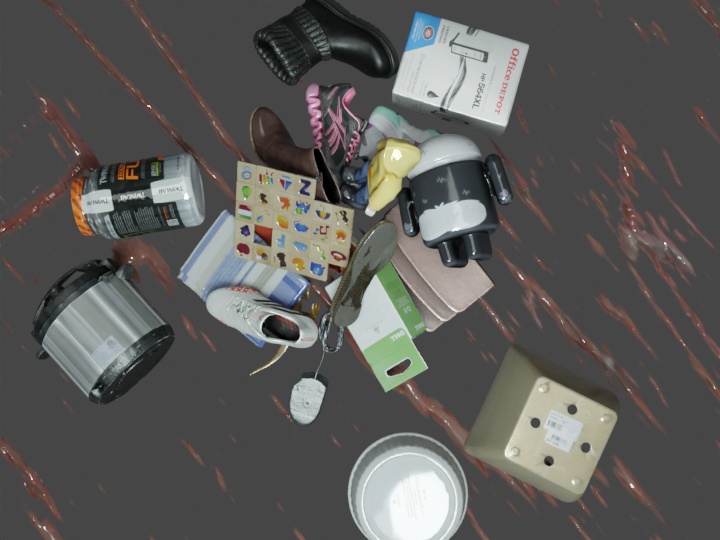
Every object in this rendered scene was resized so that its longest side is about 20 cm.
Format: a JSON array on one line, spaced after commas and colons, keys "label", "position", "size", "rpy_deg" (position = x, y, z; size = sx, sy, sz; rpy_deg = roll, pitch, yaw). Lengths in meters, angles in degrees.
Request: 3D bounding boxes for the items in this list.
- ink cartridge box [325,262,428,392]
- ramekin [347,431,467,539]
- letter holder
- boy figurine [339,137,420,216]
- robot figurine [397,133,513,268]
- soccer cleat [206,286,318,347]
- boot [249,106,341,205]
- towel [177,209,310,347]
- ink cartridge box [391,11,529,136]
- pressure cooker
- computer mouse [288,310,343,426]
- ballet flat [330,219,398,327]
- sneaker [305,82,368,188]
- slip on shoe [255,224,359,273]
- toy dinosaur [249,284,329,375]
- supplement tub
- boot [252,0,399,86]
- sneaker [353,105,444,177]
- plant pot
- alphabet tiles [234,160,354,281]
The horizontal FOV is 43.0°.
[{"label": "ink cartridge box", "position": [0.038, 0.083, 1.491], "size": [0.103, 0.059, 0.201], "rpy_deg": [-33, 85, 35]}, {"label": "ramekin", "position": [0.077, 0.367, 1.480], "size": [0.200, 0.094, 0.205], "rpy_deg": [0, 87, 2]}, {"label": "letter holder", "position": [0.102, -0.011, 1.498], "size": [0.142, 0.101, 0.201], "rpy_deg": [-38, 87, 1]}, {"label": "boy figurine", "position": [0.030, -0.147, 1.399], "size": [0.064, 0.200, 0.126], "rpy_deg": [16, 76, -18]}, {"label": "robot figurine", "position": [0.142, -0.107, 1.393], "size": [0.149, 0.125, 0.202], "rpy_deg": [-12, 82, -12]}, {"label": "soccer cleat", "position": [-0.162, 0.074, 1.449], "size": [0.198, 0.085, 0.069], "rpy_deg": [20, 95, 14]}, {"label": "boot", "position": [-0.101, -0.185, 1.473], "size": [0.072, 0.166, 0.202], "rpy_deg": [-25, 96, -28]}, {"label": "towel", "position": [-0.195, 0.013, 1.514], "size": [0.200, 0.024, 0.147], "rpy_deg": [40, 100, 12]}, {"label": "ink cartridge box", "position": [0.165, -0.326, 1.520], "size": [0.198, 0.084, 0.148], "rpy_deg": [16, 87, 3]}, {"label": "pressure cooker", "position": [-0.417, 0.088, 1.460], "size": [0.200, 0.179, 0.176], "rpy_deg": [45, 47, 6]}, {"label": "computer mouse", "position": [-0.071, 0.162, 1.515], "size": [0.058, 0.034, 0.202], "rpy_deg": [19, 95, 1]}, {"label": "ballet flat", "position": [0.000, 0.000, 1.425], "size": [0.067, 0.047, 0.201], "rpy_deg": [7, 124, -28]}, {"label": "sneaker", "position": [-0.031, -0.220, 1.515], "size": [0.094, 0.079, 0.203], "rpy_deg": [-10, 85, 6]}, {"label": "slip on shoe", "position": [-0.100, -0.044, 1.500], "size": [0.198, 0.074, 0.062], "rpy_deg": [16, 54, 14]}, {"label": "toy dinosaur", "position": [-0.112, 0.083, 1.528], "size": [0.105, 0.060, 0.203], "rpy_deg": [5, 84, 28]}, {"label": "supplement tub", "position": [-0.363, -0.120, 1.501], "size": [0.198, 0.123, 0.124], "rpy_deg": [-10, 87, 0]}, {"label": "boot", "position": [-0.057, -0.354, 1.502], "size": [0.210, 0.080, 0.158], "rpy_deg": [37, 59, 12]}, {"label": "sneaker", "position": [0.079, -0.171, 1.510], "size": [0.199, 0.078, 0.141], "rpy_deg": [30, 94, 27]}, {"label": "plant pot", "position": [0.298, 0.250, 1.441], "size": [0.198, 0.177, 0.202], "rpy_deg": [26, 88, 2]}, {"label": "alphabet tiles", "position": [-0.107, -0.073, 1.438], "size": [0.198, 0.008, 0.169], "rpy_deg": [15, 119, 14]}]
